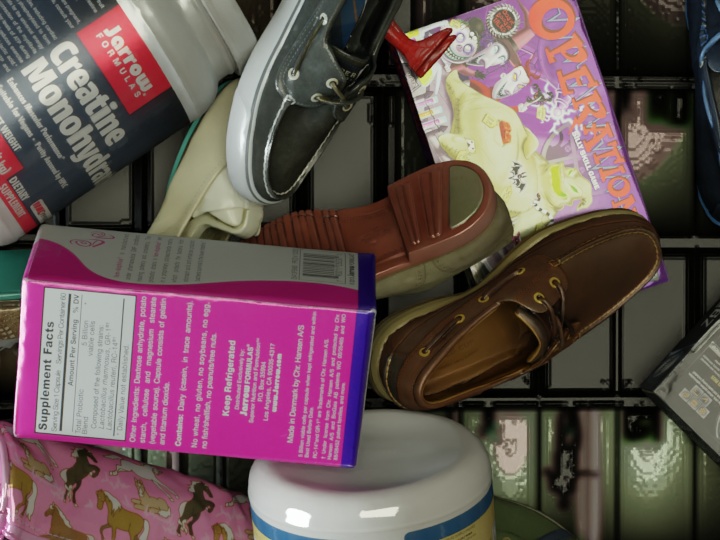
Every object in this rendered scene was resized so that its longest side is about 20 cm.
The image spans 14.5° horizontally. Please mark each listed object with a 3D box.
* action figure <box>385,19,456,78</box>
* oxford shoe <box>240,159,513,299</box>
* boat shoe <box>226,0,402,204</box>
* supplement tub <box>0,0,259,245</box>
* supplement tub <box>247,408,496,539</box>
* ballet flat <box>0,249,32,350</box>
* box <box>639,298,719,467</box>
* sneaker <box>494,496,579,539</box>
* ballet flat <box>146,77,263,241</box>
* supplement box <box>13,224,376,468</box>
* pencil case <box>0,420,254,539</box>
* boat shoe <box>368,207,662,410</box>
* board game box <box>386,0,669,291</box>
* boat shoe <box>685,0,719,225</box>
[{"bbox_3d":[-0.007,-0.220,1.714,0.200,0.065,0.099,42,91,5],"label":"action figure"},{"bbox_3d":[0.000,0.000,1.718,0.199,0.074,0.071,-18,59,17],"label":"oxford shoe"},{"bbox_3d":[-0.019,-0.127,1.651,0.069,0.057,0.201,10,106,-48],"label":"boat shoe"},{"bbox_3d":[-0.174,-0.122,1.667,0.200,0.140,0.141,-35,94,-5],"label":"supplement tub"},{"bbox_3d":[0.012,0.198,1.670,0.144,0.145,0.201,-7,110,-6],"label":"supplement tub"},{"bbox_3d":[-0.257,0.026,1.706,0.199,0.071,0.066,0,117,-4],"label":"ballet flat"},{"bbox_3d":[0.301,0.085,1.769,0.200,0.044,0.160,43,86,-5],"label":"box"},{"bbox_3d":[0.126,0.195,1.727,0.200,0.090,0.067,29,88,-5],"label":"sneaker"},{"bbox_3d":[-0.096,-0.018,1.709,0.069,0.069,0.200,29,91,-6],"label":"ballet flat"},{"bbox_3d":[-0.095,0.042,1.630,0.199,0.101,0.104,7,109,-2],"label":"supplement box"},{"bbox_3d":[-0.150,0.149,1.662,0.200,0.083,0.087,18,74,-37],"label":"pencil case"},{"bbox_3d":[0.101,0.030,1.696,0.200,0.068,0.072,-28,116,-14],"label":"boat shoe"},{"bbox_3d":[0.105,-0.068,1.756,0.120,0.032,0.201,-20,92,-10],"label":"board game box"},{"bbox_3d":[0.246,-0.128,1.749,0.084,0.069,0.201,-6,91,-6],"label":"boat shoe"}]
